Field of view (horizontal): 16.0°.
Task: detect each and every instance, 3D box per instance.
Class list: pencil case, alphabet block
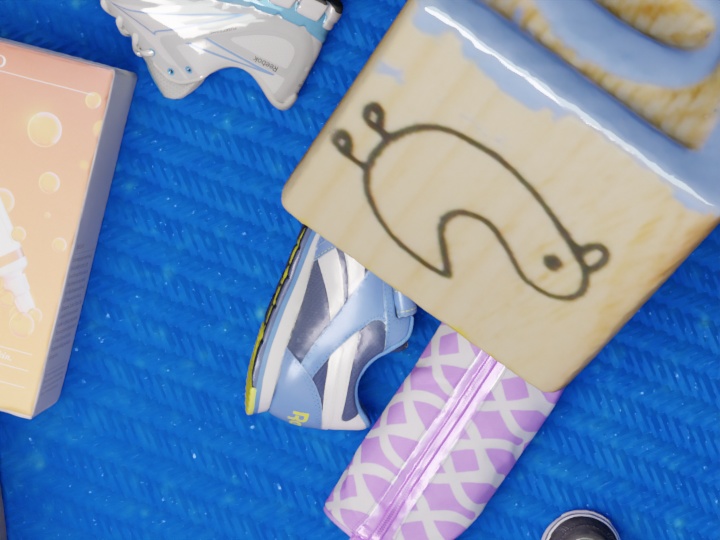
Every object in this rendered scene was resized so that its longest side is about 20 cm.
[{"bbox_3d":[0.059,0.083,1.460,0.084,0.086,0.201,32,94,-1],"label":"pencil case"},{"bbox_3d":[0.105,-0.093,1.348,0.195,0.200,0.197,36,52,0],"label":"alphabet block"}]

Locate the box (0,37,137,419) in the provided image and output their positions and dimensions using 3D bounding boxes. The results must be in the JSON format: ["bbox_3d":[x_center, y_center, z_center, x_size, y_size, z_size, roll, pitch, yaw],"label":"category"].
[{"bbox_3d":[-0.214,-0.031,1.459,0.123,0.097,0.202,14,93,1],"label":"box"}]

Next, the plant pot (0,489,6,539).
[{"bbox_3d":[-0.294,0.153,1.431,0.198,0.200,0.179,7,85,2],"label":"plant pot"}]

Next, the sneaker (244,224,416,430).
[{"bbox_3d":[0.000,0.000,1.468,0.082,0.074,0.201,22,99,-4],"label":"sneaker"}]

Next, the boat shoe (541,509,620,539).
[{"bbox_3d":[0.126,0.241,1.474,0.069,0.066,0.202,6,93,2],"label":"boat shoe"}]

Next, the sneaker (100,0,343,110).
[{"bbox_3d":[-0.116,-0.147,1.465,0.199,0.075,0.087,20,99,1],"label":"sneaker"}]
